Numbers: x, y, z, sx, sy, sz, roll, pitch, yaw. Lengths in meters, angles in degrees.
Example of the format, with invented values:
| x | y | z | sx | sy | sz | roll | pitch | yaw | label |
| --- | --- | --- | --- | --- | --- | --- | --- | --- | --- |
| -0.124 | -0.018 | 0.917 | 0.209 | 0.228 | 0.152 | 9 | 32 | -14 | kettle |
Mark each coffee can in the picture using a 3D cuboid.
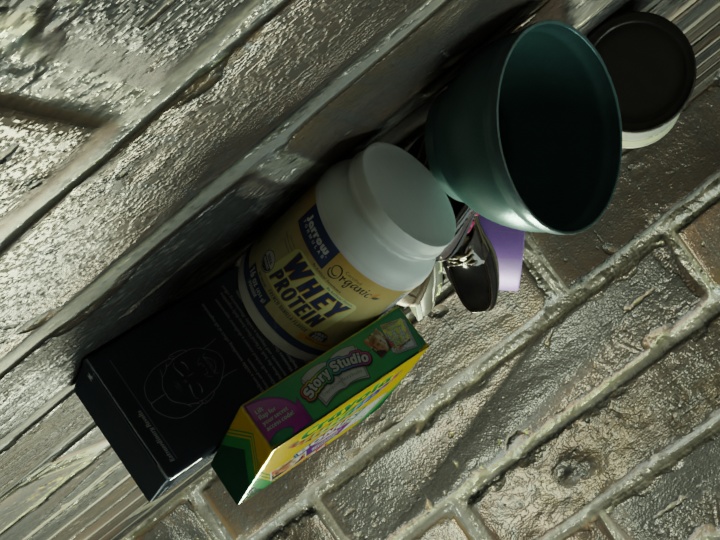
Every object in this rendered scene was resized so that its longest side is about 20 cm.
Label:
| x | y | z | sx | sy | sz | roll | pitch | yaw | label |
| --- | --- | --- | --- | --- | --- | --- | --- | --- | --- |
| 0.356 | -0.242 | 1.572 | 0.146 | 0.147 | 0.200 | -37 | 173 | 9 | coffee can |

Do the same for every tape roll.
| x | y | z | sx | sy | sz | roll | pitch | yaw | label |
| --- | --- | --- | --- | --- | --- | --- | --- | --- | --- |
| 0.192 | -0.075 | 1.659 | 0.064 | 0.204 | 0.200 | 4 | 175 | 4 | tape roll |

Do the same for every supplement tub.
| x | y | z | sx | sy | sz | roll | pitch | yaw | label |
| --- | --- | --- | --- | --- | --- | --- | --- | --- | --- |
| -0.014 | -0.018 | 1.200 | 0.200 | 0.145 | 0.144 | -42 | 171 | 33 | supplement tub |

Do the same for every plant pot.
| x | y | z | sx | sy | sz | roll | pitch | yaw | label |
| --- | --- | --- | --- | --- | --- | --- | --- | --- | --- |
| 0.147 | -0.132 | 1.189 | 0.133 | 0.203 | 0.199 | -5 | -161 | 46 | plant pot |

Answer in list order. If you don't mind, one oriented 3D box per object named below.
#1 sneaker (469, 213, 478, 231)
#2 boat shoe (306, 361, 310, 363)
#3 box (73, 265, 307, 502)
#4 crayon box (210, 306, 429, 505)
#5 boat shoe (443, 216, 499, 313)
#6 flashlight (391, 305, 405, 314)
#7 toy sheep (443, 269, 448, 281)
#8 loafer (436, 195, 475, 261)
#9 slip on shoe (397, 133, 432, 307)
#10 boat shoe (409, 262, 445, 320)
| x | y | z | sx | sy | sz | roll | pitch | yaw | label |
| --- | --- | --- | --- | --- | --- | --- | --- | --- | --- |
| 0.123 | -0.134 | 1.445 | 0.074 | 0.087 | 0.202 | -31 | 149 | -63 | sneaker |
| -0.005 | 0.073 | 1.362 | 0.202 | 0.064 | 0.071 | -57 | 179 | 7 | boat shoe |
| -0.175 | 0.119 | 1.272 | 0.199 | 0.149 | 0.107 | -32 | 172 | -30 | box |
| -0.043 | 0.137 | 1.210 | 0.199 | 0.059 | 0.173 | -31 | 167 | -29 | crayon box |
| 0.123 | -0.037 | 1.540 | 0.073 | 0.203 | 0.073 | -14 | -171 | 24 | boat shoe |
| 0.021 | 0.042 | 1.658 | 0.066 | 0.069 | 0.200 | -3 | -175 | -3 | flashlight |
| 0.097 | -0.049 | 1.655 | 0.201 | 0.138 | 0.137 | -57 | 164 | 27 | toy sheep |
| 0.111 | -0.096 | 1.384 | 0.063 | 0.071 | 0.202 | -26 | 140 | -61 | loafer |
| 0.067 | -0.058 | 1.312 | 0.076 | 0.060 | 0.203 | -12 | -125 | 53 | slip on shoe |
| 0.080 | 0.006 | 1.545 | 0.060 | 0.073 | 0.202 | -26 | 157 | -3 | boat shoe |
